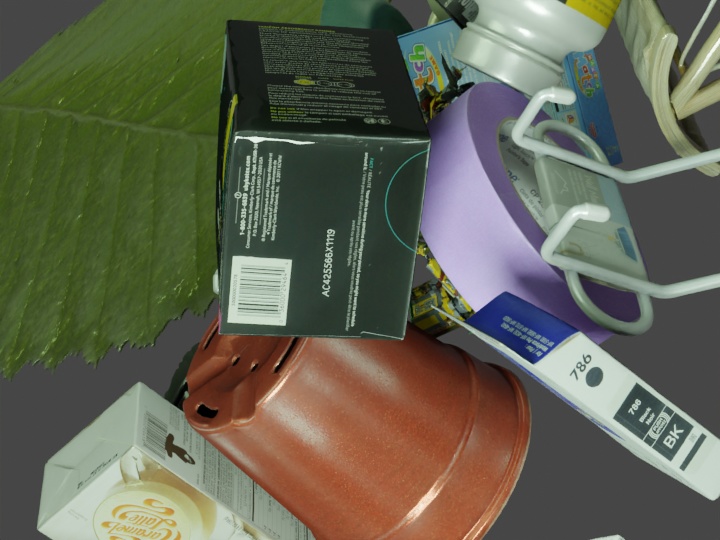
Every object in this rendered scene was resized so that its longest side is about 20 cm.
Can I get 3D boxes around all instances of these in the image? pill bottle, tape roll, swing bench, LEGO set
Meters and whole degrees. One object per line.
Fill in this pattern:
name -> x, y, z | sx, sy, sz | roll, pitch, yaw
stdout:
pill bottle -> 0.146, -0.229, 1.360 | 0.201, 0.111, 0.111 | -65, 27, 7
tape roll -> 0.119, -0.034, 1.322 | 0.066, 0.200, 0.201 | -38, 31, 26
swing bench -> 0.270, -0.214, 1.382 | 0.200, 0.130, 0.199 | -41, 30, 20
LEGO set -> 0.073, -0.058, 1.443 | 0.116, 0.201, 0.154 | -26, 5, 39

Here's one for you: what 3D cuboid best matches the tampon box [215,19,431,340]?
tampon box -> -0.033, -0.065, 1.266 | 0.200, 0.125, 0.151 | -102, 16, -63

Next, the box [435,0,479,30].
box -> 0.131, -0.287, 1.493 | 0.200, 0.048, 0.159 | -45, 25, 7

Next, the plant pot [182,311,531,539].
plant pot -> -0.013, 0.104, 1.366 | 0.200, 0.195, 0.201 | -37, 31, 27

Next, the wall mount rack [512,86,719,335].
wall mount rack -> 0.193, -0.044, 1.249 | 0.075, 0.173, 0.201 | -55, 30, 38

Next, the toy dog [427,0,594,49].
toy dog -> 0.133, -0.248, 1.619 | 0.194, 0.140, 0.200 | -44, 32, 4

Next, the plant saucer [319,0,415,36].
plant saucer -> 0.027, -0.159, 1.627 | 0.036, 0.200, 0.201 | -16, 42, 23

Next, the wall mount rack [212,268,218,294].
wall mount rack -> -0.065, 0.068, 1.629 | 0.199, 0.074, 0.175 | -20, 74, 47

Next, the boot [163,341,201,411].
boot -> -0.117, 0.174, 1.559 | 0.158, 0.079, 0.212 | 28, 102, 46

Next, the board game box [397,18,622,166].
board game box -> 0.115, -0.141, 1.527 | 0.036, 0.152, 0.199 | -18, 4, -40

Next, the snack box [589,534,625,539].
snack box -> 0.096, 0.226, 1.241 | 0.199, 0.024, 0.072 | -20, 42, 45

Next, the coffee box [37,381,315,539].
coffee box -> -0.135, 0.193, 1.441 | 0.114, 0.200, 0.080 | -39, 29, 22

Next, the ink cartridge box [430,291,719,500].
ink cartridge box -> 0.142, 0.069, 1.166 | 0.039, 0.200, 0.099 | -56, 29, -2
